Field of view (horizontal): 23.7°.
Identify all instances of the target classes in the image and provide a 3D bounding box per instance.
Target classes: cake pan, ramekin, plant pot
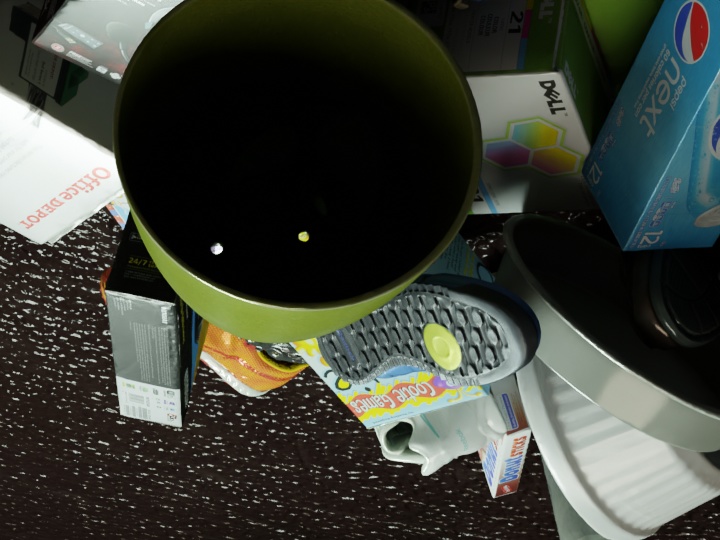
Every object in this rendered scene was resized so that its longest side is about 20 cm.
[{"bbox_3d":[0.162,0.039,1.043,0.200,0.200,0.037,24,113,-23],"label":"cake pan"},{"bbox_3d":[0.198,0.083,1.218,0.094,0.203,0.202,-24,138,29],"label":"ramekin"},{"bbox_3d":[-0.043,-0.035,0.951,0.187,0.187,0.200,12,159,-3],"label":"plant pot"}]

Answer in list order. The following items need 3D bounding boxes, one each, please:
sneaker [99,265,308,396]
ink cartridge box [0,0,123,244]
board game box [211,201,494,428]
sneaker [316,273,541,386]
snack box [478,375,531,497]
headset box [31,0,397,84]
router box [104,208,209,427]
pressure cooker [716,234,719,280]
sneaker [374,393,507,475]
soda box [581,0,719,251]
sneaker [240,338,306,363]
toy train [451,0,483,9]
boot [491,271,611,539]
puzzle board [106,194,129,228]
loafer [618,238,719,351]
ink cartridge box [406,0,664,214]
[{"bbox_3d":[-0.123,0.035,1.379,0.077,0.073,0.200,-34,137,31],"label":"sneaker"},{"bbox_3d":[-0.245,-0.115,1.106,0.200,0.084,0.146,31,145,-27],"label":"ink cartridge box"},{"bbox_3d":[0.000,0.000,1.166,0.103,0.105,0.200,-19,128,30],"label":"board game box"},{"bbox_3d":[0.051,0.026,1.014,0.200,0.078,0.066,-8,106,59],"label":"sneaker"},{"bbox_3d":[0.115,0.129,1.415,0.024,0.072,0.200,-16,159,-5],"label":"snack box"},{"bbox_3d":[-0.075,-0.169,0.969,0.149,0.077,0.200,25,150,-23],"label":"headset box"},{"bbox_3d":[-0.130,0.000,1.181,0.051,0.149,0.200,11,152,1],"label":"router box"},{"bbox_3d":[0.306,-0.022,0.999,0.178,0.176,0.200,-13,142,41],"label":"pressure cooker"},{"bbox_3d":[0.035,0.105,1.357,0.071,0.080,0.200,62,164,-20],"label":"sneaker"},{"bbox_3d":[0.193,-0.102,0.934,0.064,0.068,0.200,-3,139,-22],"label":"soda box"},{"bbox_3d":[-0.020,0.034,1.323,0.200,0.073,0.072,14,142,8],"label":"sneaker"},{"bbox_3d":[0.097,-0.197,0.906,0.046,0.034,0.200,11,153,-27],"label":"toy train"},{"bbox_3d":[0.145,0.117,1.274,0.072,0.200,0.182,-21,141,28],"label":"boot"},{"bbox_3d":[-0.124,-0.051,1.260,0.150,0.017,0.200,0,149,19],"label":"puzzle board"},{"bbox_3d":[0.191,-0.002,1.055,0.063,0.200,0.072,-26,105,32],"label":"loafer"},{"bbox_3d":[0.137,-0.104,1.012,0.200,0.076,0.148,0,150,22],"label":"ink cartridge box"}]
